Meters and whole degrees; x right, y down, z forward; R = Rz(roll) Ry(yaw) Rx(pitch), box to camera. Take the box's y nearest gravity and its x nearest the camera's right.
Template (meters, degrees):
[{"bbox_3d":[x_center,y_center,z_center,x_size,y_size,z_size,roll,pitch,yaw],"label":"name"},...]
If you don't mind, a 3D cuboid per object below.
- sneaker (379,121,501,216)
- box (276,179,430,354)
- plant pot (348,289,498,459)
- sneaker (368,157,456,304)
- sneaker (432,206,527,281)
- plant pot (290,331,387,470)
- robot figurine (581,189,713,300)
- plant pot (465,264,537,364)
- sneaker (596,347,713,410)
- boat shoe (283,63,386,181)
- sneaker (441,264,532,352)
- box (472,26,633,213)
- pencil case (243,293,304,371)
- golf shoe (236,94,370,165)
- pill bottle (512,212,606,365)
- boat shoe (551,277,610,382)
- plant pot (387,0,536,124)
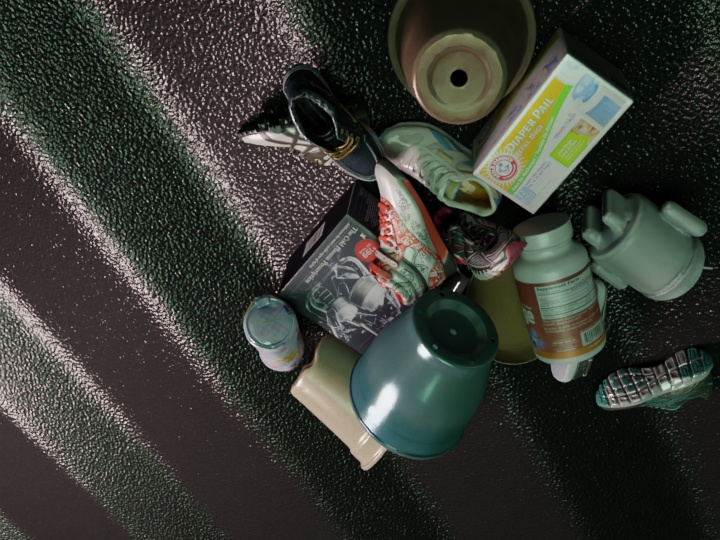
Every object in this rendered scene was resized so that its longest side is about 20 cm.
[{"bbox_3d":[0.116,-0.146,1.061,0.197,0.081,0.077,23,127,-6],"label":"sneaker"},{"bbox_3d":[0.000,0.000,1.166,0.181,0.105,0.200,33,123,-16],"label":"box"},{"bbox_3d":[0.103,0.138,1.077,0.197,0.202,0.189,21,135,-6],"label":"plant pot"},{"bbox_3d":[0.047,-0.047,1.030,0.107,0.067,0.203,-35,115,-5],"label":"sneaker"},{"bbox_3d":[0.163,-0.042,1.063,0.081,0.199,0.075,-44,112,-10],"label":"sneaker"},{"bbox_3d":[-0.012,0.202,1.272,0.182,0.201,0.202,35,124,-1],"label":"plant pot"},{"bbox_3d":[0.413,-0.033,1.070,0.198,0.114,0.170,32,139,-13],"label":"robot figurine"},{"bbox_3d":[0.246,0.045,1.154,0.196,0.027,0.205,-4,103,-17],"label":"plant pot"},{"bbox_3d":[0.501,0.207,1.249,0.197,0.078,0.092,-21,123,24],"label":"sneaker"},{"bbox_3d":[-0.032,-0.175,0.980,0.070,0.092,0.200,-34,124,18],"label":"boat shoe"},{"bbox_3d":[0.224,0.060,1.191,0.197,0.074,0.120,20,122,-6],"label":"sneaker"},{"bbox_3d":[0.248,-0.197,0.990,0.111,0.102,0.201,29,124,-12],"label":"box"},{"bbox_3d":[-0.140,0.107,1.220,0.091,0.083,0.200,51,169,16],"label":"pencil case"},{"bbox_3d":[-0.081,-0.188,1.066,0.196,0.078,0.096,-4,125,13],"label":"golf shoe"},{"bbox_3d":[0.287,0.025,1.089,0.110,0.112,0.203,-13,108,17],"label":"pill bottle"},{"bbox_3d":[0.370,0.098,1.202,0.065,0.070,0.203,-2,121,-18],"label":"boat shoe"},{"bbox_3d":[0.122,-0.269,0.918,0.196,0.176,0.203,5,126,7],"label":"plant pot"}]
